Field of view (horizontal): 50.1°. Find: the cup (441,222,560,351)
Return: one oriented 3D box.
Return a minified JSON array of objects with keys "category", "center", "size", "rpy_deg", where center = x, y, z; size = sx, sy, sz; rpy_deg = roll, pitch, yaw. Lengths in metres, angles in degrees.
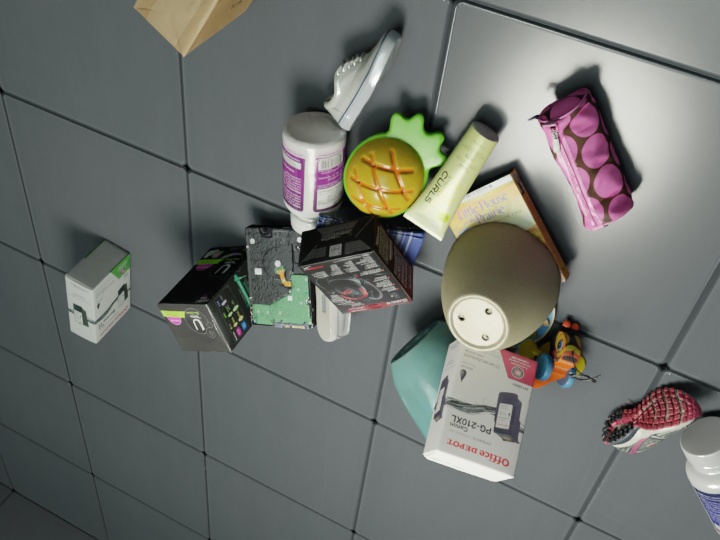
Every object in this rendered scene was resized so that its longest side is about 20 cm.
[{"category":"cup","center":[0.208,0.046,1.236],"size":[0.196,0.143,0.204],"rpy_deg":[14,123,21]}]

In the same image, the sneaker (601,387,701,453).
[{"category":"sneaker","center":[0.519,0.268,1.356],"size":[0.074,0.082,0.200],"rpy_deg":[29,146,-14]}]

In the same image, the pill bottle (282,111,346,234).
[{"category":"pill bottle","center":[-0.082,-0.164,1.349],"size":[0.110,0.113,0.203],"rpy_deg":[20,134,16]}]

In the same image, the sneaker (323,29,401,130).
[{"category":"sneaker","center":[-0.004,-0.305,1.210],"size":[0.070,0.074,0.201],"rpy_deg":[35,137,-4]}]

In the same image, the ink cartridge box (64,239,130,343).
[{"category":"ink cartridge box","center":[-0.628,0.053,1.853],"size":[0.082,0.147,0.202],"rpy_deg":[26,136,8]}]

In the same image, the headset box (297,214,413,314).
[{"category":"headset box","center":[0.000,0.000,1.363],"size":[0.146,0.076,0.200],"rpy_deg":[-11,145,24]}]

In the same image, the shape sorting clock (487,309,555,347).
[{"category":"shape sorting clock","center":[0.249,0.060,1.375],"size":[0.196,0.039,0.203],"rpy_deg":[18,133,20]}]

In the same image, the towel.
[{"category":"towel","center":[0.010,-0.042,1.393],"size":[0.195,0.024,0.146],"rpy_deg":[8,145,-5]}]

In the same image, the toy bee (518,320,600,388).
[{"category":"toy bee","center":[0.356,0.149,1.355],"size":[0.129,0.111,0.198],"rpy_deg":[25,160,-35]}]

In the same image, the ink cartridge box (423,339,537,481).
[{"category":"ink cartridge box","center":[0.203,0.234,1.300],"size":[0.142,0.204,0.084],"rpy_deg":[19,160,-6]}]

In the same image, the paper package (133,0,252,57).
[{"category":"paper package","center":[-0.212,-0.445,1.136],"size":[0.103,0.201,0.190],"rpy_deg":[43,135,-9]}]

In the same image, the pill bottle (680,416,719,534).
[{"category":"pill bottle","center":[0.629,0.356,1.319],"size":[0.118,0.120,0.202],"rpy_deg":[-17,116,40]}]

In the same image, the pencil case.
[{"category":"pencil case","center":[0.324,-0.153,1.112],"size":[0.090,0.094,0.202],"rpy_deg":[-15,117,39]}]

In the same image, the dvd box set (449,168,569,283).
[{"category":"dvd box set","center":[0.237,-0.051,1.274],"size":[0.144,0.029,0.202],"rpy_deg":[-21,105,36]}]

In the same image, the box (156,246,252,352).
[{"category":"box","center":[-0.292,0.057,1.601],"size":[0.146,0.201,0.126],"rpy_deg":[-2,126,33]}]

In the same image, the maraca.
[{"category":"maraca","center":[0.054,-0.169,1.265],"size":[0.136,0.108,0.200],"rpy_deg":[37,122,-13]}]

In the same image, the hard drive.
[{"category":"hard drive","center":[-0.157,0.012,1.534],"size":[0.136,0.038,0.205],"rpy_deg":[2,105,17]}]

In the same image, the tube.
[{"category":"tube","center":[0.148,-0.141,1.230],"size":[0.201,0.051,0.059],"rpy_deg":[-57,50,33]}]

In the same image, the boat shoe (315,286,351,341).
[{"category":"boat shoe","center":[-0.043,0.040,1.521],"size":[0.071,0.067,0.205],"rpy_deg":[15,110,50]}]

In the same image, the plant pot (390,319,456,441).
[{"category":"plant pot","center":[0.151,0.194,1.444],"size":[0.162,0.200,0.200],"rpy_deg":[50,136,-1]}]
